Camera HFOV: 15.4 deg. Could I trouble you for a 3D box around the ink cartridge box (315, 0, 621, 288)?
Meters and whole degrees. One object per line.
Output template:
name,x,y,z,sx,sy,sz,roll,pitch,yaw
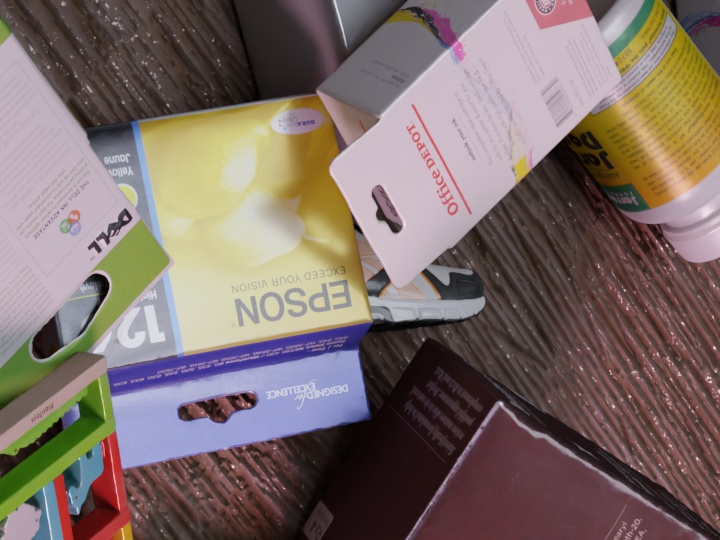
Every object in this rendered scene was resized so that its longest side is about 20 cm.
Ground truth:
ink cartridge box,0.053,-0.099,1.602,0.200,0.067,0.117,-44,131,-17

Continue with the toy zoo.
toy zoo,-0.174,0.164,1.510,0.131,0.020,0.201,-40,130,-51

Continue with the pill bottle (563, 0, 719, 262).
pill bottle,0.200,-0.105,1.846,0.200,0.112,0.113,49,57,-23

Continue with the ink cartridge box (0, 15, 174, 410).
ink cartridge box,-0.218,-0.029,1.499,0.148,0.076,0.200,-48,130,-18

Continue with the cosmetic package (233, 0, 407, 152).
cosmetic package,-0.020,-0.175,1.678,0.085,0.107,0.201,-20,97,-37

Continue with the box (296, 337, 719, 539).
box,0.095,0.175,1.628,0.199,0.166,0.165,33,93,-18

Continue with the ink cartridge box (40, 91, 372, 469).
ink cartridge box,-0.095,0.006,1.586,0.196,0.047,0.201,-10,83,-22

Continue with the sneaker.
sneaker,0.000,0.000,1.692,0.199,0.074,0.081,1,81,-40

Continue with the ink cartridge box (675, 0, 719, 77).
ink cartridge box,0.310,-0.178,1.964,0.144,0.084,0.201,0,82,-39
